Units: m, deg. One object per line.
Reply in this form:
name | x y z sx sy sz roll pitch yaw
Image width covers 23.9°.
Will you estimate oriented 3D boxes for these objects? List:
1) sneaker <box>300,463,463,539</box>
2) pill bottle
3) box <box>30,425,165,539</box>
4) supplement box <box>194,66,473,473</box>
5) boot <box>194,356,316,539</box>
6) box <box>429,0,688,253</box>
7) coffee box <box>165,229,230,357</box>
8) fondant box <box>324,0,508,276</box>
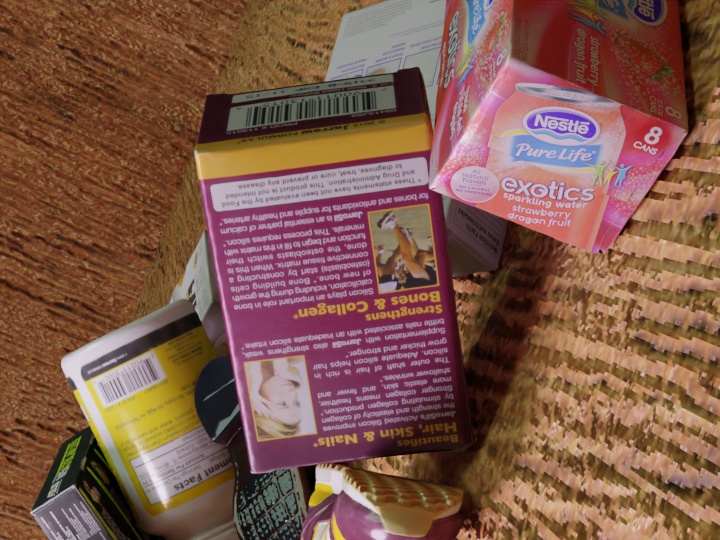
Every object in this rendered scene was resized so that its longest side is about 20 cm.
sneaker | 0.009 0.161 0.966 0.200 0.075 0.091 154 126 -81
pill bottle | -0.140 0.134 1.315 0.114 0.201 0.114 -25 1 1
box | -0.177 0.231 1.342 0.047 0.200 0.193 -32 11 5
supplement box | -0.013 0.000 0.962 0.103 0.130 0.201 -94 -3 -67
boot | -0.045 0.151 1.236 0.075 0.097 0.201 -42 52 25
box | 0.105 -0.119 0.897 0.200 0.102 0.095 -81 17 -47
coffee box | -0.116 0.057 1.520 0.200 0.114 0.080 124 145 -46
fondant box | 0.036 -0.090 1.108 0.144 0.058 0.201 -10 54 41
